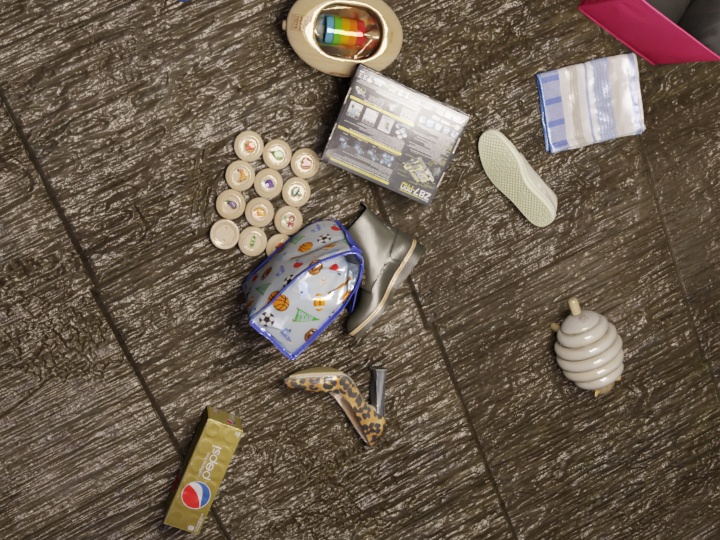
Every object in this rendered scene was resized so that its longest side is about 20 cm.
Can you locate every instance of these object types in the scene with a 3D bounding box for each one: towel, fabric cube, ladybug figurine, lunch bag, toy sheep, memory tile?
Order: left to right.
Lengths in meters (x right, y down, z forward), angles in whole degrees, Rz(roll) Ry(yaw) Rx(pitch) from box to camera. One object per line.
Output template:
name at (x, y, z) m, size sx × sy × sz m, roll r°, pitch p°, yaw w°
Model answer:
memory tile at (-0.161, -0.121, 1.365) m, size 0.151 × 0.017 × 0.204 m, roll 15°, pitch 98°, yaw -16°
lunch bag at (-0.083, 0.018, 1.321) m, size 0.200 × 0.170 × 0.124 m, roll -45°, pitch 115°, yaw 5°
ladybug figurine at (-0.031, -0.383, 1.313) m, size 0.196 × 0.072 × 0.139 m, roll 7°, pitch 101°, yaw -15°
toy sheep at (0.415, 0.141, 1.495) m, size 0.136 × 0.138 × 0.202 m, roll -30°, pitch 106°, yaw -5°
towel at (0.415, -0.300, 1.463) m, size 0.196 × 0.024 × 0.150 m, roll -14°, pitch 103°, yaw -10°
fabric cube at (0.526, -0.482, 1.360) m, size 0.194 × 0.199 × 0.202 m, roll 27°, pitch 95°, yaw -16°

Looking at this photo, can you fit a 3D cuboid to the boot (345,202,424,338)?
boot at (0.000, 0.000, 1.406) m, size 0.138 × 0.077 × 0.202 m, roll 36°, pitch 80°, yaw -12°

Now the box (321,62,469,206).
box at (0.055, -0.216, 1.310) m, size 0.197 × 0.049 × 0.164 m, roll 21°, pitch 105°, yaw -9°

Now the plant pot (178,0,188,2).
plant pot at (-0.231, -0.518, 1.166) m, size 0.197 × 0.200 × 0.182 m, roll -23°, pitch 100°, yaw 6°

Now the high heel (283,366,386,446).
high heel at (-0.043, 0.245, 1.436) m, size 0.196 × 0.071 × 0.146 m, roll 2°, pitch 95°, yaw -23°

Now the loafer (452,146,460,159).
loafer at (0.078, -0.229, 1.369) m, size 0.196 × 0.073 × 0.073 m, roll 8°, pitch 102°, yaw -15°

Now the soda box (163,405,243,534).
soda box at (-0.273, 0.343, 1.409) m, size 0.067 × 0.064 × 0.203 m, roll 22°, pitch 95°, yaw -16°

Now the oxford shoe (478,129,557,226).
oxford shoe at (0.279, -0.167, 1.443) m, size 0.201 × 0.075 × 0.058 m, roll 49°, pitch 46°, yaw -9°
